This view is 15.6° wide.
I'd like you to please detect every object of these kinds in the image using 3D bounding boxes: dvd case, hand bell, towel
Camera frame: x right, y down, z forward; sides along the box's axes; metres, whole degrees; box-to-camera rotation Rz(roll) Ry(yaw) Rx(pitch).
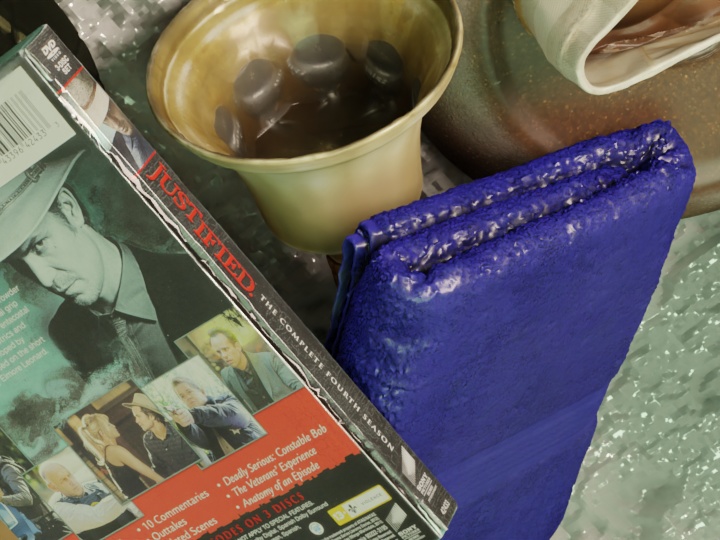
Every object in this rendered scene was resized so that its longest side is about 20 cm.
[{"bbox_3d":[-0.082,0.034,0.841,0.146,0.022,0.200,-32,106,37],"label":"dvd case"},{"bbox_3d":[0.000,0.000,0.908,0.104,0.104,0.200,-15,133,-1],"label":"hand bell"},{"bbox_3d":[0.032,0.043,0.902,0.148,0.050,0.200,-25,146,-38],"label":"towel"}]

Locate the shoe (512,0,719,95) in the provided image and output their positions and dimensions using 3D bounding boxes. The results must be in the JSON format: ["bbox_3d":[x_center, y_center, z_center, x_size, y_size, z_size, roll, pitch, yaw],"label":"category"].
[{"bbox_3d":[0.146,-0.111,0.832,0.200,0.053,0.070,-25,121,6],"label":"shoe"}]

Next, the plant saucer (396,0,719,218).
[{"bbox_3d":[0.105,-0.095,0.887,0.200,0.037,0.201,-5,122,-7],"label":"plant saucer"}]

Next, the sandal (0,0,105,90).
[{"bbox_3d":[-0.153,-0.093,0.822,0.057,0.080,0.201,-26,123,22],"label":"sandal"}]

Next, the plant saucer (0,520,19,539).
[{"bbox_3d":[-0.123,0.062,0.939,0.200,0.037,0.201,-4,120,-7],"label":"plant saucer"}]
